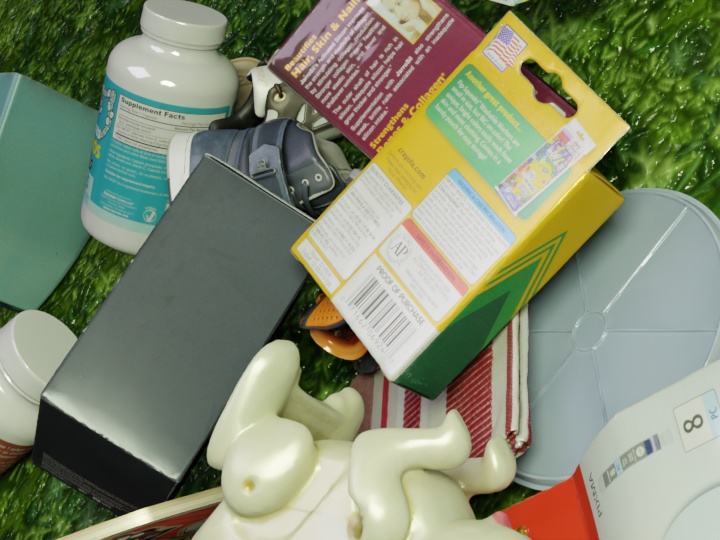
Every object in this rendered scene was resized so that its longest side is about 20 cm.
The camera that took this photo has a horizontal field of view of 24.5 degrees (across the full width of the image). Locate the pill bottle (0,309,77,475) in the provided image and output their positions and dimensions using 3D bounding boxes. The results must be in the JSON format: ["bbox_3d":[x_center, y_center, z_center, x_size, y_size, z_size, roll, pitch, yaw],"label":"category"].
[{"bbox_3d":[-0.333,0.123,1.452,0.200,0.112,0.112,-37,39,25],"label":"pill bottle"}]

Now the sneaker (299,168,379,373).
[{"bbox_3d":[0.000,0.000,1.138,0.112,0.077,0.200,-53,13,6],"label":"sneaker"}]

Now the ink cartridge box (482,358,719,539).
[{"bbox_3d":[0.142,0.159,0.864,0.200,0.047,0.161,-32,53,28],"label":"ink cartridge box"}]

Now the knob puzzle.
[{"bbox_3d":[-0.144,0.188,1.113,0.219,0.219,0.031,-29,73,35],"label":"knob puzzle"}]

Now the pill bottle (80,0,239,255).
[{"bbox_3d":[-0.163,-0.119,1.376,0.111,0.110,0.201,49,130,55],"label":"pill bottle"}]

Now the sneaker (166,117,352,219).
[{"bbox_3d":[-0.069,-0.018,1.269,0.146,0.077,0.203,-8,82,17],"label":"sneaker"}]

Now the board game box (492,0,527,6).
[{"bbox_3d":[0.145,-0.258,1.085,0.199,0.105,0.103,-23,27,-22],"label":"board game box"}]

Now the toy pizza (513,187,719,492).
[{"bbox_3d":[0.146,0.042,0.995,0.200,0.032,0.201,-30,43,32],"label":"toy pizza"}]

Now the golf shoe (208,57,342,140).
[{"bbox_3d":[-0.036,-0.143,1.317,0.200,0.094,0.078,-45,35,14],"label":"golf shoe"}]

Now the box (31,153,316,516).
[{"bbox_3d":[-0.124,0.054,1.119,0.200,0.104,0.182,-59,2,-23],"label":"box"}]

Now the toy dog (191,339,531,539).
[{"bbox_3d":[0.009,0.156,0.897,0.200,0.140,0.194,27,74,30],"label":"toy dog"}]

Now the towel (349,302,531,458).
[{"bbox_3d":[0.047,0.088,1.046,0.200,0.023,0.144,-43,34,45],"label":"towel"}]

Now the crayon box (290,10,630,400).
[{"bbox_3d":[0.066,-0.038,0.990,0.200,0.052,0.126,-47,52,11],"label":"crayon box"}]

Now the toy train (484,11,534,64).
[{"bbox_3d":[0.077,-0.158,1.207,0.115,0.085,0.201,-19,48,29],"label":"toy train"}]

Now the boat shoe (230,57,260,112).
[{"bbox_3d":[-0.156,-0.124,1.469,0.200,0.071,0.065,-36,16,17],"label":"boat shoe"}]

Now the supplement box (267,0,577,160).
[{"bbox_3d":[0.053,-0.109,1.091,0.200,0.086,0.110,43,99,14],"label":"supplement box"}]

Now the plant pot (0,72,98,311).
[{"bbox_3d":[-0.333,-0.069,1.592,0.141,0.141,0.201,6,75,53],"label":"plant pot"}]
